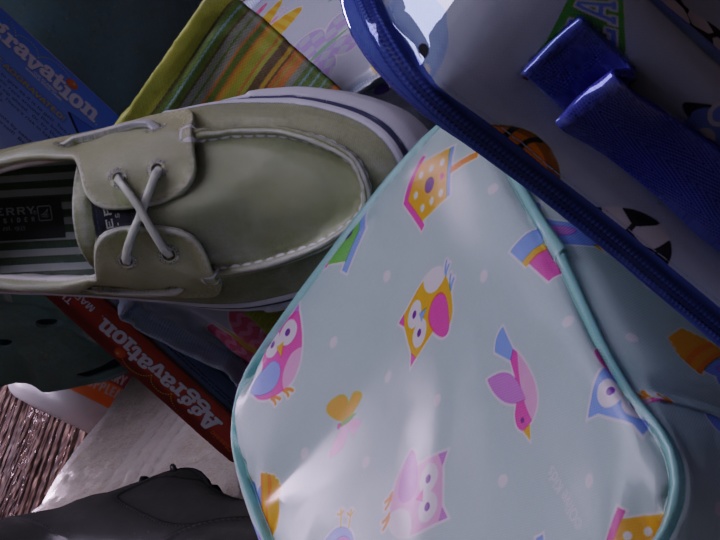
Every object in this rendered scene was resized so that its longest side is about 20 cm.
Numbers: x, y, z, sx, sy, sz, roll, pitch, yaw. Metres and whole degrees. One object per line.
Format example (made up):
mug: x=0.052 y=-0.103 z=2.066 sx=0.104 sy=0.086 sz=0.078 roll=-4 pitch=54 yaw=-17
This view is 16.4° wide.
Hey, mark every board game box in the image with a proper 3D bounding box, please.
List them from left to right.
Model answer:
board game box: x=-0.102 y=-0.024 z=0.939 sx=0.019 sy=0.200 sz=0.103 roll=-41 pitch=12 yaw=30

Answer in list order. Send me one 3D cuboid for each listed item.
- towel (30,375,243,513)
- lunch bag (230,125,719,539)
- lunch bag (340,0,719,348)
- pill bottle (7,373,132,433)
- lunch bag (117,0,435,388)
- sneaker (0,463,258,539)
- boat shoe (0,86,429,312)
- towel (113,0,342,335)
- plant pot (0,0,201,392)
towel: x=-0.060 y=0.070 z=0.994 sx=0.132 sy=0.034 sz=0.200 roll=-18 pitch=23 yaw=33
lunch bag: x=0.040 y=0.060 z=0.719 sx=0.160 sy=0.077 sz=0.200 roll=-56 pitch=34 yaw=24
lunch bag: x=0.078 y=-0.048 z=0.623 sx=0.076 sy=0.200 sz=0.160 roll=-45 pitch=22 yaw=24
pill bottle: x=-0.075 y=-0.011 z=1.165 sx=0.200 sy=0.110 sz=0.110 roll=-65 pitch=17 yaw=-5
lunch bag: x=0.021 y=-0.056 z=0.920 sx=0.200 sy=0.127 sz=0.170 roll=-42 pitch=23 yaw=29
sneaker: x=-0.087 y=0.110 z=0.862 sx=0.200 sy=0.076 sz=0.091 roll=0 pitch=39 yaw=32
boat shoe: x=-0.071 y=-0.016 z=0.813 sx=0.200 sy=0.072 sz=0.062 roll=-8 pitch=5 yaw=26
towel: x=0.000 y=0.000 z=0.824 sx=0.086 sy=0.200 sz=0.018 roll=-55 pitch=-16 yaw=27
plant pot: x=-0.156 y=-0.061 z=1.060 sx=0.200 sy=0.200 sz=0.196 roll=-37 pitch=50 yaw=54
